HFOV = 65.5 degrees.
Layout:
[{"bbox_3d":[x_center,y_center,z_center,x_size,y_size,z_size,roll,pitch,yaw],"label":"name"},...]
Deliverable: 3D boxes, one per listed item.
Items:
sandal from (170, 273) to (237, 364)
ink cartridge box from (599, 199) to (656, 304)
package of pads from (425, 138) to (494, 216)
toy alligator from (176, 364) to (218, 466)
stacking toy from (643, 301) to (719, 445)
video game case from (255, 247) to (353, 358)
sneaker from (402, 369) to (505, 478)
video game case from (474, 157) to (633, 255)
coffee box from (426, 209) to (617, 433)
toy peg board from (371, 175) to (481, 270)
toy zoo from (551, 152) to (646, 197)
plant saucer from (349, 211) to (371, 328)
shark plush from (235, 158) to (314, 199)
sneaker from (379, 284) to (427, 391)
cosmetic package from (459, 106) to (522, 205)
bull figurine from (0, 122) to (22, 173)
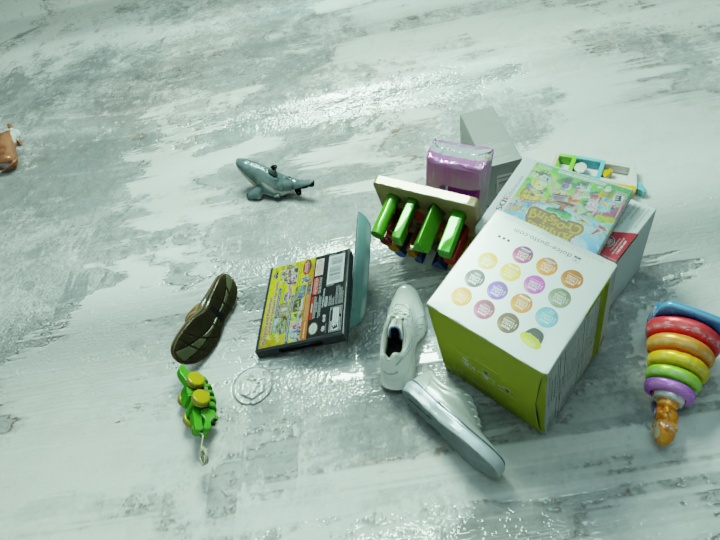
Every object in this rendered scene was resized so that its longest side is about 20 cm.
[{"bbox_3d":[-0.298,0.090,1.055,0.053,0.083,0.204,-6,47,29],"label":"sandal"},{"bbox_3d":[0.379,-0.053,0.986,0.198,0.147,0.145,32,62,35],"label":"ink cartridge box"},{"bbox_3d":[0.185,-0.144,1.073,0.117,0.204,0.076,16,47,20],"label":"package of pads"},{"bbox_3d":[-0.261,0.236,0.933,0.053,0.060,0.202,9,33,-38],"label":"toy alligator"},{"bbox_3d":[0.461,0.159,0.824,0.107,0.117,0.204,19,68,20],"label":"stacking toy"},{"bbox_3d":[-0.101,0.058,1.049,0.175,0.026,0.204,-13,46,17],"label":"video game case"},{"bbox_3d":[0.148,0.219,0.842,0.070,0.074,0.199,-37,51,-17],"label":"sneaker"},{"bbox_3d":[0.317,-0.096,0.925,0.197,0.022,0.183,25,65,32],"label":"video game case"},{"bbox_3d":[0.242,0.078,0.847,0.197,0.202,0.199,30,68,33],"label":"coffee box"},{"bbox_3d":[0.118,-0.056,1.025,0.195,0.200,0.100,18,69,26],"label":"toy peg board"},{"bbox_3d":[0.488,-0.182,1.163,0.195,0.021,0.133,17,54,25],"label":"toy zoo"},{"bbox_3d":[0.000,0.000,0.989,0.026,0.204,0.204,5,47,-2],"label":"plant saucer"},{"bbox_3d":[-0.200,-0.207,1.291,0.196,0.085,0.091,24,56,29],"label":"shark plush"},{"bbox_3d":[0.072,0.099,0.957,0.072,0.089,0.204,-1,47,13],"label":"sneaker"},{"bbox_3d":[0.278,-0.250,1.213,0.087,0.109,0.203,-14,45,-1],"label":"cosmetic package"},{"bbox_3d":[-1.037,-0.346,1.613,0.119,0.066,0.201,-29,47,-9],"label":"bull figurine"}]
